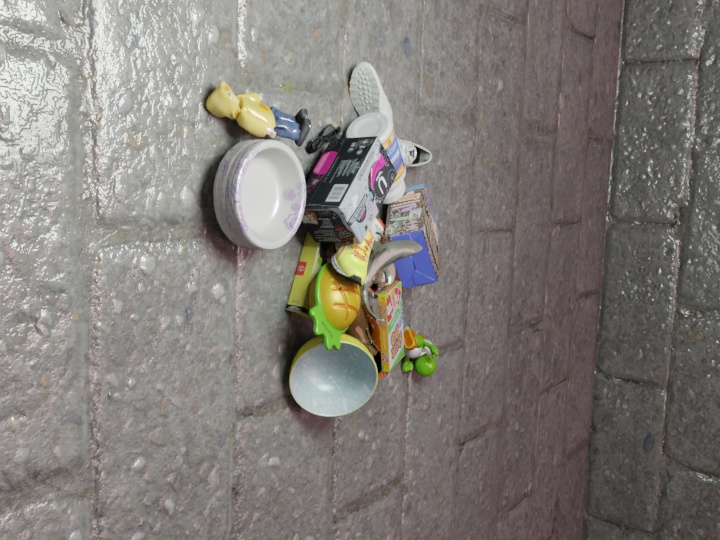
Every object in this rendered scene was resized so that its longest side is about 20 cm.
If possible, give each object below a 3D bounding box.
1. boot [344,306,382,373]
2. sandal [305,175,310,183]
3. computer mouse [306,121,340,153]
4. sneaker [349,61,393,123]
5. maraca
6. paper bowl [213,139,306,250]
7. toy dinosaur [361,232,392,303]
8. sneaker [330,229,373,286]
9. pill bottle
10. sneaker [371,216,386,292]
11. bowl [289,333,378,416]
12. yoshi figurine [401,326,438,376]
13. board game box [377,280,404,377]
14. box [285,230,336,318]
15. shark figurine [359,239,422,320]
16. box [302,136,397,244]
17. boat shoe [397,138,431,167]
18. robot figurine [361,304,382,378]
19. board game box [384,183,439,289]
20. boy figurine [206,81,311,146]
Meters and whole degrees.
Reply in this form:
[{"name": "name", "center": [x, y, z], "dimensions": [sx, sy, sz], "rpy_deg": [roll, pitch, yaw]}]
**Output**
[{"name": "boot", "center": [0.010, 0.153, 1.654], "dimensions": [0.073, 0.075, 0.203], "rpy_deg": [-38, 130, -28]}, {"name": "sandal", "center": [-0.124, -0.160, 1.541], "dimensions": [0.199, 0.047, 0.077], "rpy_deg": [-34, 122, -46]}, {"name": "computer mouse", "center": [-0.051, -0.226, 1.641], "dimensions": [0.110, 0.043, 0.203], "rpy_deg": [-55, 131, -40]}, {"name": "sneaker", "center": [0.030, -0.398, 1.709], "dimensions": [0.081, 0.075, 0.203], "rpy_deg": [-62, 145, -43]}, {"name": "maraca", "center": [-0.058, 0.073, 1.523], "dimensions": [0.138, 0.105, 0.202], "rpy_deg": [52, 35, -31]}, {"name": "paper bowl", "center": [-0.200, -0.145, 1.391], "dimensions": [0.199, 0.102, 0.206], "rpy_deg": [-12, 105, -52]}, {"name": "toy dinosaur", "center": [0.000, 0.000, 1.687], "dimensions": [0.086, 0.196, 0.138], "rpy_deg": [-48, 117, -80]}, {"name": "sneaker", "center": [-0.010, -0.047, 1.531], "dimensions": [0.077, 0.202, 0.091], "rpy_deg": [30, 114, -22]}, {"name": "pill bottle", "center": [0.044, -0.254, 1.698], "dimensions": [0.113, 0.110, 0.202], "rpy_deg": [-60, 146, -28]}, {"name": "sneaker", "center": [0.021, -0.042, 1.749], "dimensions": [0.109, 0.066, 0.204], "rpy_deg": [-57, 140, -34]}, {"name": "bowl", "center": [-0.064, 0.211, 1.621], "dimensions": [0.108, 0.195, 0.204], "rpy_deg": [-108, 180, -60]}, {"name": "yoshi figurine", "center": [0.153, 0.229, 1.960], "dimensions": [0.199, 0.111, 0.114], "rpy_deg": [27, 90, -55]}, {"name": "board game box", "center": [0.071, 0.136, 1.671], "dimensions": [0.095, 0.029, 0.205], "rpy_deg": [-37, 130, -59]}, {"name": "box", "center": [-0.101, -0.001, 1.601], "dimensions": [0.075, 0.049, 0.205], "rpy_deg": [27, 75, -53]}, {"name": "shark figurine", "center": [0.037, -0.004, 1.561], "dimensions": [0.217, 0.126, 0.090], "rpy_deg": [-60, 175, -22]}, {"name": "box", "center": [-0.027, -0.167, 1.529], "dimensions": [0.115, 0.130, 0.203], "rpy_deg": [55, 51, -42]}, {"name": "boat shoe", "center": [0.110, -0.297, 1.830], "dimensions": [0.198, 0.064, 0.076], "rpy_deg": [-12, 107, -52]}, {"name": "robot figurine", "center": [0.009, 0.195, 1.781], "dimensions": [0.144, 0.057, 0.205], "rpy_deg": [-37, 124, -44]}, {"name": "board game box", "center": [0.131, -0.085, 1.804], "dimensions": [0.202, 0.094, 0.162], "rpy_deg": [-81, 155, -52]}, {"name": "boy figurine", "center": [-0.194, -0.300, 1.378], "dimensions": [0.196, 0.065, 0.126], "rpy_deg": [16, 39, -30]}]
